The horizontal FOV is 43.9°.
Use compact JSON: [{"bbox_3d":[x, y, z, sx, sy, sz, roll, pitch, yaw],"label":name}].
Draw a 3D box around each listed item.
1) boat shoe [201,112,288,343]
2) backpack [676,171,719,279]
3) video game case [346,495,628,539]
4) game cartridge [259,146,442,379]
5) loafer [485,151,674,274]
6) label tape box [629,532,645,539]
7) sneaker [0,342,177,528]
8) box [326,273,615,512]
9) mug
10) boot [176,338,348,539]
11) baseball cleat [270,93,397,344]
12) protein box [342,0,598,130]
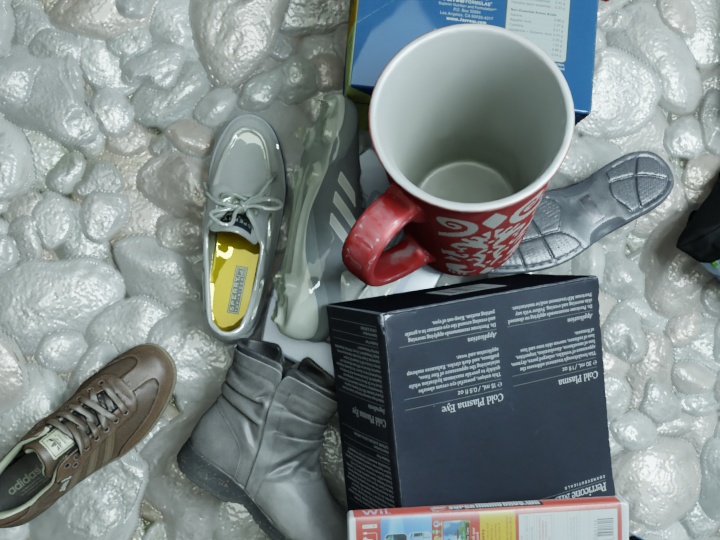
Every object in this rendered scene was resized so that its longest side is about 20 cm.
[{"bbox_3d":[-0.105,-0.040,0.759,0.074,0.086,0.204,9,85,-4],"label":"boat shoe"},{"bbox_3d":[0.408,-0.013,0.781,0.163,0.154,0.200,-45,102,-22],"label":"backpack"},{"bbox_3d":[0.091,0.236,0.631,0.198,0.017,0.144,-2,95,-5],"label":"video game case"},{"bbox_3d":[0.000,0.000,0.790,0.133,0.040,0.201,30,83,-5],"label":"game cartridge"},{"bbox_3d":[0.181,-0.042,0.796,0.199,0.063,0.072,-23,77,-4],"label":"loafer"},{"bbox_3d":[0.199,0.317,0.723,0.066,0.143,0.200,45,83,2],"label":"label tape box"},{"bbox_3d":[-0.233,0.141,0.738,0.200,0.076,0.070,-45,90,-6],"label":"sneaker"},{"bbox_3d":[0.088,0.105,0.712,0.198,0.104,0.184,-8,94,-25],"label":"box"},{"bbox_3d":[0.060,-0.068,0.675,0.176,0.200,0.134,-19,74,0],"label":"mug"},{"bbox_3d":[-0.044,0.154,0.741,0.199,0.070,0.132,32,98,-3],"label":"boot"},{"bbox_3d":[-0.013,-0.038,0.740,0.106,0.070,0.202,11,99,-23],"label":"baseball cleat"},{"bbox_3d":[0.090,-0.226,0.766,0.197,0.135,0.202,6,85,-4],"label":"protein box"}]
